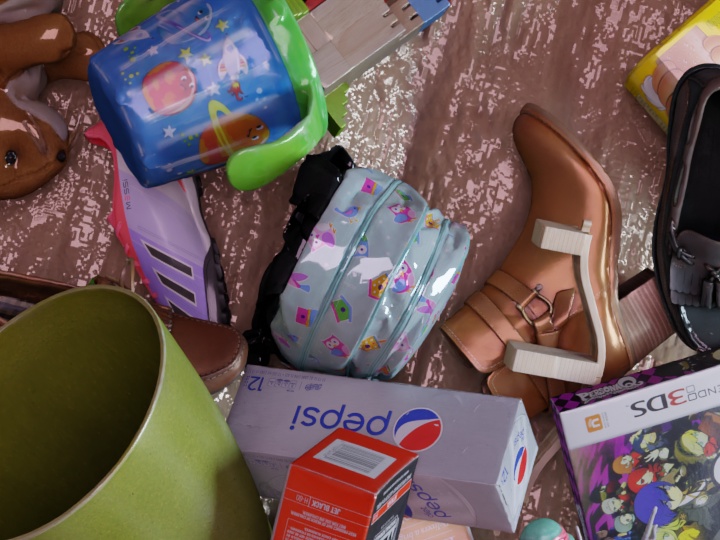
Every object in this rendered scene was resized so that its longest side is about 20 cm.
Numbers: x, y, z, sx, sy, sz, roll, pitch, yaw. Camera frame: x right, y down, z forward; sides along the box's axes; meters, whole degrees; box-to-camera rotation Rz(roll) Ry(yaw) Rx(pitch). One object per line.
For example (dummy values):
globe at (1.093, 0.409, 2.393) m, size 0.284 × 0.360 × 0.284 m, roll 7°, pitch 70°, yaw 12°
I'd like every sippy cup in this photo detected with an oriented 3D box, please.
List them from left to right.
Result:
sippy cup at (-0.109, -0.124, 1.477) m, size 0.130 × 0.178 × 0.141 m, roll -26°, pitch 101°, yaw -13°

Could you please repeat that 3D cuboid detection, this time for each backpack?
backpack at (0.000, 0.000, 1.476) m, size 0.126 × 0.200 × 0.168 m, roll 21°, pitch 83°, yaw 0°

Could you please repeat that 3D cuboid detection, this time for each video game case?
video game case at (0.239, 0.157, 1.515) m, size 0.180 × 0.036 × 0.202 m, roll -16°, pitch 107°, yaw -3°

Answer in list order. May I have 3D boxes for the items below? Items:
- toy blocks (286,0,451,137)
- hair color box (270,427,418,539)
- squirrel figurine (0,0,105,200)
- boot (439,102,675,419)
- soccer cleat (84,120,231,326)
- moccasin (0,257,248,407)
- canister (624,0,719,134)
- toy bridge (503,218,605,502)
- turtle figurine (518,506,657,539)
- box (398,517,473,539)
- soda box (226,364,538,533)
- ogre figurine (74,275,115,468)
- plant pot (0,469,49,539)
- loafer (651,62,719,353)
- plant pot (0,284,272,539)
toy blocks at (-0.024, -0.218, 1.562) m, size 0.136 × 0.100 × 0.200 m, roll -37°, pitch 86°, yaw -17°
hair color box at (-0.026, 0.210, 1.368) m, size 0.061 × 0.101 × 0.202 m, roll 18°, pitch 105°, yaw 14°
squirrel figurine at (-0.275, -0.145, 1.531) m, size 0.198 × 0.141 × 0.189 m, roll 3°, pitch 94°, yaw 12°
boot at (0.119, -0.001, 1.550) m, size 0.155 × 0.077 × 0.201 m, roll -31°, pitch 96°, yaw -5°
soccer cleat at (-0.138, -0.019, 1.540) m, size 0.073 × 0.068 × 0.202 m, roll -14°, pitch 80°, yaw -3°
moccasin at (-0.173, 0.037, 1.453) m, size 0.200 × 0.078 × 0.074 m, roll 15°, pitch 47°, yaw 10°
canister at (0.302, -0.104, 1.558) m, size 0.148 × 0.087 × 0.200 m, roll -40°, pitch 85°, yaw -5°
toy bridge at (0.132, 0.063, 1.505) m, size 0.067 × 0.027 × 0.202 m, roll 10°, pitch 101°, yaw -12°
turtle figurine at (0.145, 0.229, 1.447) m, size 0.100 × 0.150 × 0.202 m, roll 0°, pitch 116°, yaw 24°
box at (0.023, 0.262, 1.495) m, size 0.151 × 0.106 × 0.202 m, roll -20°, pitch 85°, yaw -5°
soda box at (0.011, 0.117, 1.444) m, size 0.198 × 0.064 × 0.069 m, roll 5°, pitch 56°, yaw 21°
ogre figurine at (-0.165, 0.115, 1.514) m, size 0.119 × 0.098 × 0.201 m, roll -32°, pitch 101°, yaw -23°
plant pot at (-0.244, 0.227, 1.465) m, size 0.200 × 0.187 × 0.187 m, roll 41°, pitch 84°, yaw -11°
loafer at (0.235, -0.038, 1.490) m, size 0.071 × 0.063 × 0.202 m, roll -2°, pitch 100°, yaw 2°
plant pot at (-0.145, 0.143, 1.384) m, size 0.187 × 0.187 × 0.200 m, roll -46°, pitch 130°, yaw -6°
